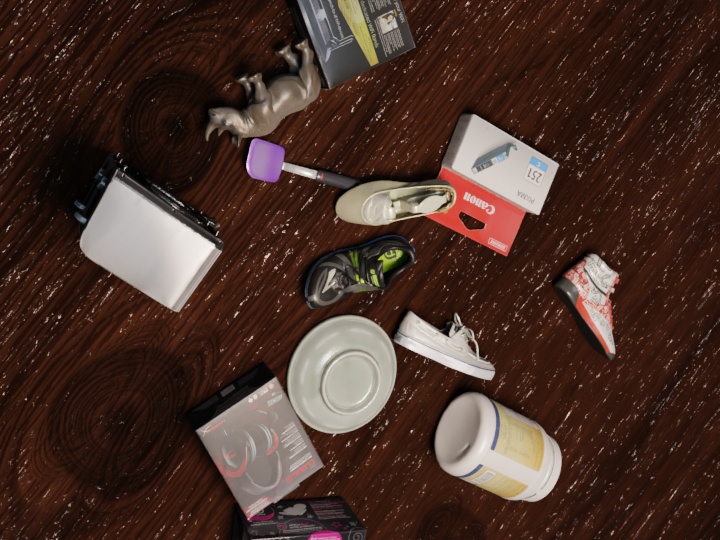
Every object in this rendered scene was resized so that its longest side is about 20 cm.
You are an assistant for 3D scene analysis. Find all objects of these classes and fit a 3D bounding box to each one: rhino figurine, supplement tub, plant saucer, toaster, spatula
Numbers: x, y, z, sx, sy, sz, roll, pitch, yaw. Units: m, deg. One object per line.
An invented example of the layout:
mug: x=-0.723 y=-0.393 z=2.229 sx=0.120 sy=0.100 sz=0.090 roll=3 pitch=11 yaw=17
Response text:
rhino figurine: x=-0.140 y=-0.244 z=1.167 sx=0.198 sy=0.060 sz=0.088 roll=-37 pitch=119 yaw=-9
supplement tub: x=0.242 y=0.314 z=1.423 sx=0.197 sy=0.144 sz=0.147 roll=29 pitch=91 yaw=-26
plant saucer: x=-0.022 y=0.177 z=1.327 sx=0.195 sy=0.050 sz=0.206 roll=-6 pitch=104 yaw=-23
toaster: x=-0.281 y=-0.052 z=1.088 sx=0.198 sy=0.181 sz=0.120 roll=35 pitch=91 yaw=-25
spatula: x=-0.083 y=-0.149 z=1.236 sx=0.196 sy=0.020 sz=0.058 roll=13 pitch=96 yaw=-26

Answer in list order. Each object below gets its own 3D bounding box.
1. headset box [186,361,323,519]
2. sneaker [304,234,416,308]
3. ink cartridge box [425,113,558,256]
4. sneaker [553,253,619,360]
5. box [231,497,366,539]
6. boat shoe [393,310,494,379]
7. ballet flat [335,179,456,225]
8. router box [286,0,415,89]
headset box: x=-0.159 y=0.274 z=1.275 sx=0.147 sy=0.075 sz=0.203 roll=-31 pitch=113 yaw=-15
sneaker: x=0.000 y=0.000 z=1.275 sx=0.196 sy=0.082 sz=0.072 roll=-24 pitch=111 yaw=-16
ink cartridge box: x=0.219 y=-0.137 z=1.360 sx=0.197 sy=0.045 sz=0.180 roll=22 pitch=92 yaw=-26
sneaker: x=0.445 y=0.064 z=1.495 sx=0.108 sy=0.067 sz=0.203 roll=-41 pitch=112 yaw=-7
box: x=-0.106 y=0.460 z=1.323 sx=0.195 sy=0.115 sz=0.136 roll=3 pitch=103 yaw=-23
boat shoe: x=0.156 y=0.117 z=1.383 sx=0.198 sy=0.074 sz=0.088 roll=24 pitch=90 yaw=-17
ballet flat: x=0.060 y=-0.105 z=1.269 sx=0.195 sy=0.069 sz=0.071 roll=-11 pitch=107 yaw=-11
router box: x=-0.023 y=-0.392 z=1.186 sx=0.155 sy=0.052 sz=0.204 roll=-27 pitch=112 yaw=-16
